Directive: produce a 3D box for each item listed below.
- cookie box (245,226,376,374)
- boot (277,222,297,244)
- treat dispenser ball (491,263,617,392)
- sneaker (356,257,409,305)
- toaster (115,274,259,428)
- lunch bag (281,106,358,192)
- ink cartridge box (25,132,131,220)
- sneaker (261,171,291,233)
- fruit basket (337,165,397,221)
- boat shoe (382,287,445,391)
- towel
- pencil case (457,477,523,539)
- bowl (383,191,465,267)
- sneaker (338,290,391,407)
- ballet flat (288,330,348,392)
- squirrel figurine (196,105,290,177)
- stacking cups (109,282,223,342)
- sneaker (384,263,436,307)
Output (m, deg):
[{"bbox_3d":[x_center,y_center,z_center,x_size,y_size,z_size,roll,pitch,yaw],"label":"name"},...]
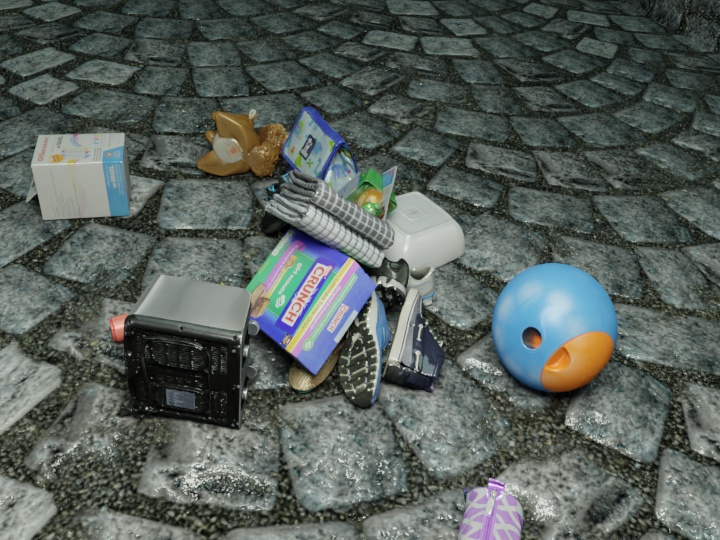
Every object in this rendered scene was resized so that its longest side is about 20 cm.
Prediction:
[{"bbox_3d":[-0.093,0.041,1.083,0.198,0.075,0.173,27,78,49],"label":"cookie box"},{"bbox_3d":[-0.145,-0.019,1.213,0.066,0.133,0.200,22,39,21],"label":"boot"},{"bbox_3d":[0.309,0.091,1.082,0.195,0.205,0.203,4,37,-3],"label":"treat dispenser ball"},{"bbox_3d":[0.000,0.000,1.182,0.195,0.067,0.092,11,57,22],"label":"sneaker"},{"bbox_3d":[-0.250,0.121,0.980,0.194,0.185,0.120,8,33,1],"label":"toaster"},{"bbox_3d":[-0.083,-0.220,1.427,0.125,0.204,0.170,-15,42,-27],"label":"lunch bag"},{"bbox_3d":[-0.579,-0.194,1.378,0.194,0.128,0.130,-4,38,-15],"label":"ink cartridge box"},{"bbox_3d":[-0.153,-0.133,1.326,0.073,0.199,0.083,-35,95,-31],"label":"sneaker"},{"bbox_3d":[-0.008,-0.095,1.284,0.093,0.184,0.203,38,43,-18],"label":"fruit basket"},{"bbox_3d":[0.101,0.118,1.135,0.090,0.076,0.202,18,45,2],"label":"boat shoe"},{"bbox_3d":[-0.050,-0.089,1.109,0.163,0.087,0.199,29,0,-28],"label":"towel"},{"bbox_3d":[0.151,0.357,0.812,0.082,0.087,0.202,12,38,11],"label":"pencil case"},{"bbox_3d":[0.103,-0.090,1.393,0.196,0.076,0.200,-20,44,-28],"label":"bowl"},{"bbox_3d":[0.018,0.123,1.086,0.077,0.089,0.205,-15,56,30],"label":"sneaker"},{"bbox_3d":[-0.057,0.115,1.108,0.069,0.067,0.201,20,39,16],"label":"ballet flat"},{"bbox_3d":[-0.269,-0.305,1.592,0.195,0.144,0.188,18,25,-8],"label":"squirrel figurine"},{"bbox_3d":[-0.318,0.079,1.132,0.195,0.062,0.061,-18,43,-22],"label":"stacking cups"},{"bbox_3d":[0.050,0.021,1.230,0.194,0.088,0.076,-10,42,-17],"label":"sneaker"}]
